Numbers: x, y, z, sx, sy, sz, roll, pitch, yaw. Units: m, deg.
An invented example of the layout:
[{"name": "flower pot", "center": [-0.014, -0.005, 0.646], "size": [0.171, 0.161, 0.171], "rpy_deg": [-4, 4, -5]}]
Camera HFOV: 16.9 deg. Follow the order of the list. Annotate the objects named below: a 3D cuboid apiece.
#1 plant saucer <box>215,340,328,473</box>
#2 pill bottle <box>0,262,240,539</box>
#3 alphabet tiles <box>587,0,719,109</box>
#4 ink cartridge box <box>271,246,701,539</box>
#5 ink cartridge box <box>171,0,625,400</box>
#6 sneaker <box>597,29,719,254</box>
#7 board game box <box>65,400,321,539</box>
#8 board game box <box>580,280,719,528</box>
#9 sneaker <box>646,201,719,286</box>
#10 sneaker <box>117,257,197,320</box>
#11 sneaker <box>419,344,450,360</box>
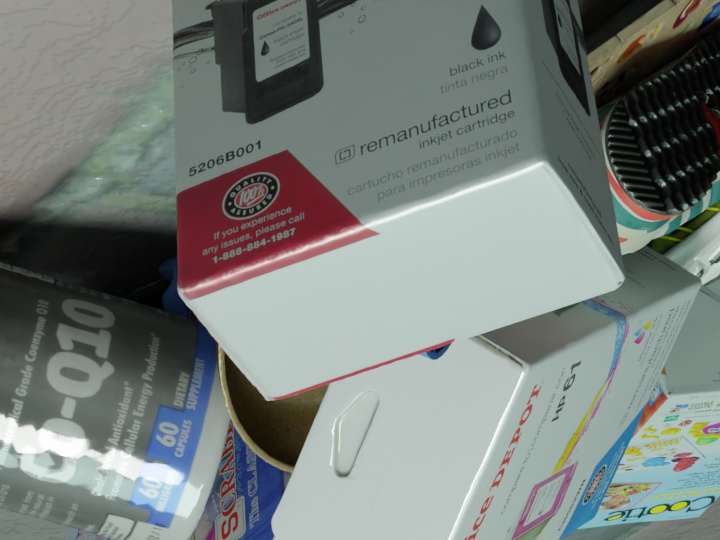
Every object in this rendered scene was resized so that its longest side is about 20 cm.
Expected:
[{"name": "plant saucer", "center": [0.000, 0.000, 1.152], "size": [0.200, 0.035, 0.201], "rpy_deg": [-25, 128, -35]}, {"name": "pill bottle", "center": [-0.167, 0.057, 1.162], "size": [0.199, 0.114, 0.114], "rpy_deg": [16, 149, -11]}, {"name": "alphabet tiles", "center": [0.101, -0.061, 1.107], "size": [0.167, 0.008, 0.200], "rpy_deg": [-36, 165, -25]}, {"name": "ink cartridge box", "center": [0.060, 0.064, 1.114], "size": [0.200, 0.084, 0.145], "rpy_deg": [-19, 135, -57]}, {"name": "ink cartridge box", "center": [0.008, -0.071, 0.905], "size": [0.145, 0.201, 0.083], "rpy_deg": [-20, 140, 17]}, {"name": "sneaker", "center": [0.131, -0.052, 1.099], "size": [0.093, 0.071, 0.200], "rpy_deg": [-29, 179, 35]}, {"name": "board game box", "center": [-0.081, 0.162, 1.214], "size": [0.041, 0.201, 0.199], "rpy_deg": [23, 131, -29]}, {"name": "board game box", "center": [0.175, 0.062, 1.392], "size": [0.104, 0.104, 0.200], "rpy_deg": [-3, 154, -18]}, {"name": "sneaker", "center": [0.147, -0.025, 1.229], "size": [0.200, 0.085, 0.074], "rpy_deg": [-41, 165, 10]}, {"name": "sneaker", "center": [-0.125, 0.050, 1.284], "size": [0.085, 0.077, 0.200], "rpy_deg": [18, 134, -36]}, {"name": "sneaker", "center": [0.018, -0.058, 0.987], "size": [0.077, 0.201, 0.070], "rpy_deg": [9, 150, 18]}]
